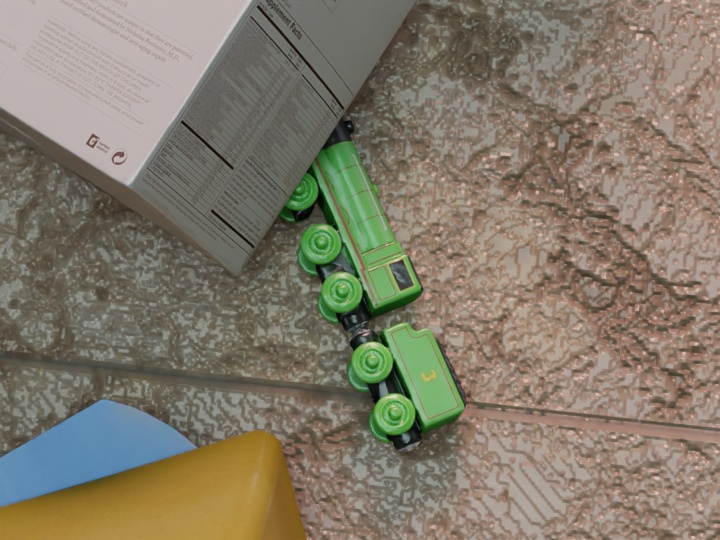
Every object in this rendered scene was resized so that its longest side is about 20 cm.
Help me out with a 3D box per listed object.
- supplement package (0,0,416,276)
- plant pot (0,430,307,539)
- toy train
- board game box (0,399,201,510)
[{"bbox_3d":[-0.104,-0.143,0.995,0.191,0.147,0.200,31,85,25],"label":"supplement package"},{"bbox_3d":[-0.104,0.206,0.922,0.199,0.176,0.201,-16,93,-5],"label":"plant pot"},{"bbox_3d":[0.000,0.000,1.043,0.056,0.042,0.201,-21,80,-10],"label":"toy train"},{"bbox_3d":[-0.154,0.168,1.026,0.199,0.039,0.158,-30,93,-3],"label":"board game box"}]
